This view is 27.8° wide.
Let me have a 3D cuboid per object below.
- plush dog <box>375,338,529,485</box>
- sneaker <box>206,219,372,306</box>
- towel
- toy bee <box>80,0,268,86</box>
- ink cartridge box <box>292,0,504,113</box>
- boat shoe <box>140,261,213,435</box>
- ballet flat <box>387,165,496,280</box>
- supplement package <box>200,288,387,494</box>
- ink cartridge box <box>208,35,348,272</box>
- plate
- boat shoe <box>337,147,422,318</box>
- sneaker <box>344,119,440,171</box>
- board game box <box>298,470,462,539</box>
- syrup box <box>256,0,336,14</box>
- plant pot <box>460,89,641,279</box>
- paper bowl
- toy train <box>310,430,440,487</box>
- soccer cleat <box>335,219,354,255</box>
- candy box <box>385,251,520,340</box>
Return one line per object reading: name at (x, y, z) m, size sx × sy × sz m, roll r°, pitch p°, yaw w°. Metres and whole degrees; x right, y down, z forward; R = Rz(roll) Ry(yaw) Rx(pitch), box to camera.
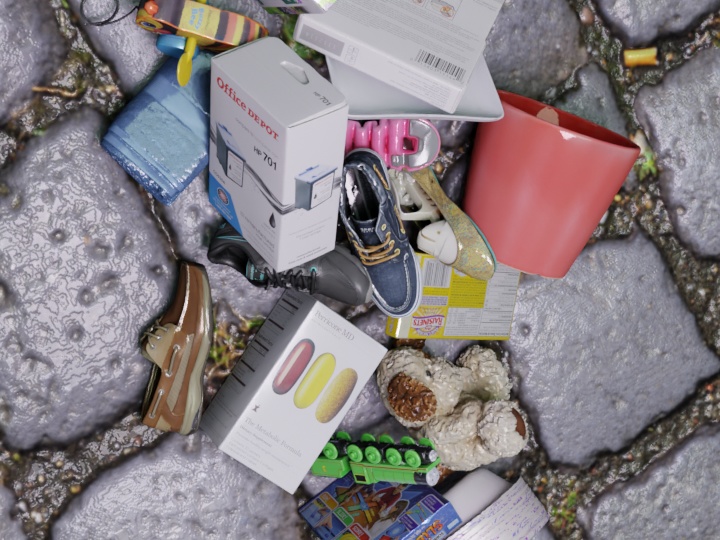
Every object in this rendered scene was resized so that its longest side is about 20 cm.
plush dog at (0.087, 0.156, 1.727) m, size 0.160 × 0.200 × 0.172 m, roll -42°, pitch 109°, yaw 14°
sneaker at (-0.081, -0.001, 1.634) m, size 0.079 × 0.199 × 0.076 m, roll -49°, pitch 155°, yaw -41°
towel at (-0.189, -0.181, 1.623) m, size 0.112 × 0.049 × 0.200 m, roll 43°, pitch 82°, yaw -12°
toy bee at (-0.197, -0.262, 1.545) m, size 0.199 × 0.109 × 0.132 m, roll -8°, pitch 86°, yaw -7°
ink cartridge box at (0.047, -0.285, 1.638) m, size 0.199 × 0.045 × 0.177 m, roll 26°, pitch 51°, yaw 1°
boat shoe at (-0.212, 0.090, 1.653) m, size 0.073 × 0.076 × 0.201 m, roll 5°, pitch 97°, yaw -17°
ballet flat at (0.081, -0.061, 1.686) m, size 0.070 × 0.071 × 0.201 m, roll -27°, pitch 66°, yaw -13°
supplement package at (-0.080, 0.135, 1.687) m, size 0.113 × 0.109 × 0.201 m, roll 34°, pitch 87°, yaw -22°
ink cartridge box at (-0.092, -0.125, 1.561) m, size 0.086 × 0.146 × 0.201 m, roll -25°, pitch 141°, yaw -28°
plate at (0.046, -0.239, 1.653) m, size 0.198 × 0.201 × 0.032 m, roll -1°, pitch 143°, yaw -20°
boat shoe at (0.015, -0.033, 1.618) m, size 0.070 × 0.091 × 0.201 m, roll -15°, pitch 101°, yaw 12°
sneaker at (-0.005, -0.160, 1.684) m, size 0.199 × 0.095 × 0.080 m, roll 7°, pitch 113°, yaw 4°
board game box at (0.019, 0.287, 1.701) m, size 0.135 × 0.200 × 0.035 m, roll -37°, pitch 113°, yaw -10°
syrup box at (-0.071, -0.331, 1.560) m, size 0.079 × 0.200 × 0.082 m, roll 42°, pitch 84°, yaw -22°
plant pot at (0.208, -0.098, 1.717) m, size 0.199 × 0.200 × 0.178 m, roll 16°, pitch 105°, yaw -21°
paper bowl at (0.120, 0.315, 1.749) m, size 0.200 × 0.201 × 0.105 m, roll -35°, pitch 84°, yaw -11°
toy train at (0.013, 0.222, 1.701) m, size 0.042 × 0.199 × 0.057 m, roll -33°, pitch 113°, yaw -43°
soccer cleat at (0.000, -0.001, 1.728) m, size 0.200 × 0.065 × 0.084 m, roll 29°, pitch 127°, yaw -30°
candy box at (0.116, 0.031, 1.747) m, size 0.199 × 0.026 × 0.103 m, roll 4°, pitch 101°, yaw -43°
